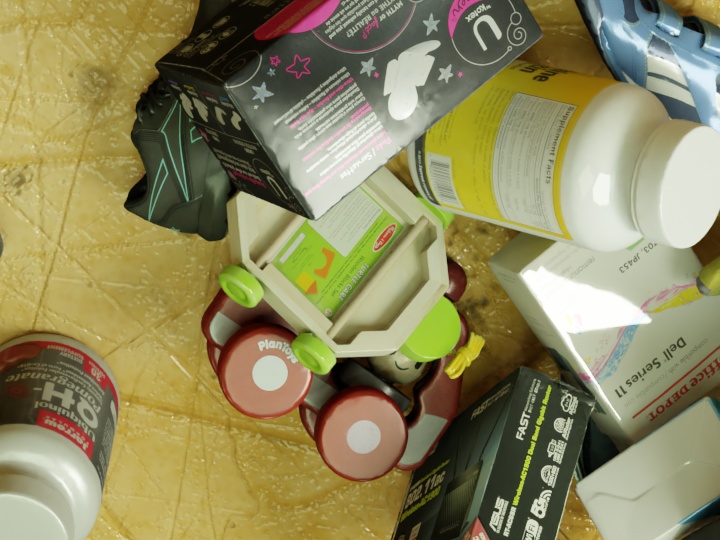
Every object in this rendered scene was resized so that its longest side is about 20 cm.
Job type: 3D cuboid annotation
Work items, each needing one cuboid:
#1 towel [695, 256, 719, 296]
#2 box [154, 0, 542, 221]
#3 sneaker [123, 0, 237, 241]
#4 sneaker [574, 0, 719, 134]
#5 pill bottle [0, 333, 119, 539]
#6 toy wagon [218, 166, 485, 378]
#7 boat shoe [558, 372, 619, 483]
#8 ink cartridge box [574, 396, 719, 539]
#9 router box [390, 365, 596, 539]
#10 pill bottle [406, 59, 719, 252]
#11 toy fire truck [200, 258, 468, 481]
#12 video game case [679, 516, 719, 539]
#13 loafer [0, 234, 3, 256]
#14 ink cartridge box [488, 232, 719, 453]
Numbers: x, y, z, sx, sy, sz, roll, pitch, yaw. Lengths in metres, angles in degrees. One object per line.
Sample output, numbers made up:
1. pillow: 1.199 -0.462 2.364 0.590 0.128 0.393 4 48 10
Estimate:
1. towel: 0.319 -0.052 1.680 0.200 0.143 0.023 -47 68 24
2. box: -0.008 -0.142 1.595 0.200 0.132 0.115 -39 113 -14
3. sneaker: -0.117 -0.111 1.690 0.079 0.075 0.201 9 118 0
4. sneaker: 0.210 -0.147 1.661 0.082 0.074 0.200 -35 116 13
5. pill bottle: -0.236 0.139 1.757 0.110 0.200 0.111 0 118 1
6. toy wagon: 0.000 0.000 1.704 0.200 0.155 0.040 44 157 -9
7. boat shoe: 0.180 0.086 1.788 0.072 0.062 0.201 -1 117 7
8. ink cartridge box: 0.243 0.159 1.748 0.116 0.200 0.067 -36 68 14
9. router box: 0.083 0.171 1.738 0.062 0.150 0.200 25 153 -11
10. pill bottle: 0.137 -0.075 1.626 0.199 0.112 0.112 16 126 37
11. toy fire truck: -0.009 0.044 1.758 0.200 0.112 0.168 33 93 -12
12. video game case: 0.319 0.133 1.615 0.180 0.200 0.026 -22 79 -22
13. loafer: -0.342 0.022 1.772 0.200 0.071 0.073 -31 113 17
14. ink cartridge box: 0.194 0.041 1.721 0.117 0.067 0.200 -39 108 -10
